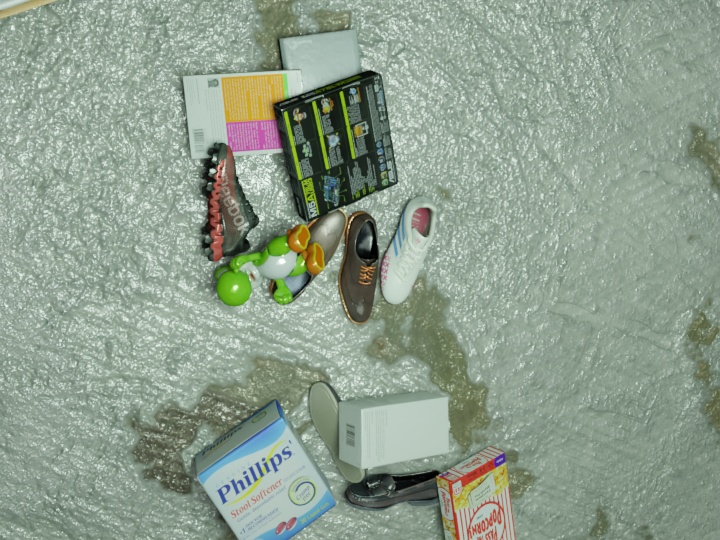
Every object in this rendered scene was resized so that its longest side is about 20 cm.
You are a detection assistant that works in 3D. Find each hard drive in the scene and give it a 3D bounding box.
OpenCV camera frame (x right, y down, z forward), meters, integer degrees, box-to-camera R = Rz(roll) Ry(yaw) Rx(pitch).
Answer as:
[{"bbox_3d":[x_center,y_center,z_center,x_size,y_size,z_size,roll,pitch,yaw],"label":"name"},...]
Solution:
[{"bbox_3d":[-0.061,-0.304,1.342,0.136,0.033,0.206,-10,101,-12],"label":"hard drive"}]

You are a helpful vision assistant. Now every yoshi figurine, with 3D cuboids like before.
[{"bbox_3d":[-0.163,0.006,1.289,0.196,0.111,0.115,-21,82,23],"label":"yoshi figurine"}]

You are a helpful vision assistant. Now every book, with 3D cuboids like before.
[{"bbox_3d":[-0.190,-0.260,1.293,0.194,0.048,0.138,-3,105,-2],"label":"book"}]

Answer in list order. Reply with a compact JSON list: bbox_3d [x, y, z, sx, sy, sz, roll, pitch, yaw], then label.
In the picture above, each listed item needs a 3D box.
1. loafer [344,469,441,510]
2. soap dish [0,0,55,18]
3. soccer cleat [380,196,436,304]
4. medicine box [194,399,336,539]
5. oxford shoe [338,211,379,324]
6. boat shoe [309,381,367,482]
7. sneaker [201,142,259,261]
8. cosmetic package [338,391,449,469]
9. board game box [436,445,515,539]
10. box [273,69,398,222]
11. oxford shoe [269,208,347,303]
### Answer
[{"bbox_3d":[0.065,0.405,1.467,0.195,0.072,0.064,4,116,-23],"label":"loafer"},{"bbox_3d":[-0.496,-0.486,1.178,0.196,0.081,0.161,-22,103,-9],"label":"soap dish"},{"bbox_3d":[0.086,-0.035,1.395,0.068,0.086,0.205,14,96,-15],"label":"soccer cleat"},{"bbox_3d":[-0.171,0.375,1.391,0.180,0.103,0.203,-33,106,-7],"label":"medicine box"},{"bbox_3d":[0.000,0.000,1.387,0.069,0.072,0.206,-3,100,-14],"label":"oxford shoe"},{"bbox_3d":[-0.034,0.292,1.446,0.062,0.071,0.204,-34,104,-51],"label":"boat shoe"},{"bbox_3d":[-0.217,-0.115,1.307,0.095,0.071,0.206,-3,112,-18],"label":"sneaker"},{"bbox_3d":[0.063,0.287,1.410,0.196,0.084,0.111,0,91,-34],"label":"cosmetic package"},{"bbox_3d":[0.227,0.469,1.510,0.149,0.046,0.206,-18,105,-33],"label":"board game box"},{"bbox_3d":[-0.036,-0.209,1.305,0.189,0.047,0.204,-23,121,-18],"label":"box"},{"bbox_3d":[-0.083,-0.021,1.362,0.071,0.073,0.202,34,90,-17],"label":"oxford shoe"}]
